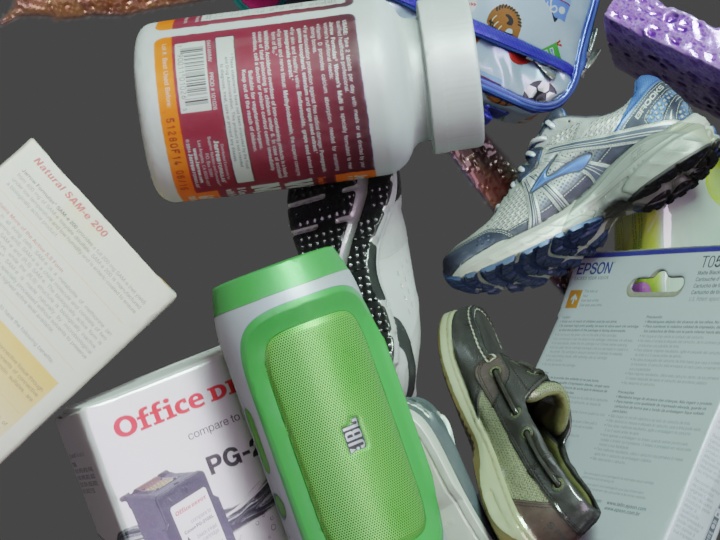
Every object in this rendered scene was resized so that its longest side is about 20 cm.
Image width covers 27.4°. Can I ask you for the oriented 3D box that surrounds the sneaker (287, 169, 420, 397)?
[{"bbox_3d":[0.000,0.000,0.947,0.073,0.080,0.201,-8,69,21],"label":"sneaker"}]

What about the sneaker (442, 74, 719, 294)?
[{"bbox_3d":[0.136,-0.056,0.977,0.199,0.077,0.085,-32,67,8],"label":"sneaker"}]

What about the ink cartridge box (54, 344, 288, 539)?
[{"bbox_3d":[-0.076,0.150,0.882,0.144,0.084,0.201,-21,90,-22],"label":"ink cartridge box"}]

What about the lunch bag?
[{"bbox_3d":[0.069,-0.188,0.986,0.199,0.076,0.161,20,79,-14],"label":"lunch bag"}]

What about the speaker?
[{"bbox_3d":[-0.015,0.093,0.823,0.088,0.088,0.201,-19,89,-20],"label":"speaker"}]

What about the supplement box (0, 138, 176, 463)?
[{"bbox_3d":[-0.223,0.038,0.852,0.200,0.073,0.126,-44,97,-19],"label":"supplement box"}]

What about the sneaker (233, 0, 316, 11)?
[{"bbox_3d":[-0.061,-0.220,0.913,0.199,0.084,0.121,21,74,22],"label":"sneaker"}]

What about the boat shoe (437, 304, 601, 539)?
[{"bbox_3d":[0.100,0.092,0.908,0.066,0.201,0.072,-32,130,16],"label":"boat shoe"}]

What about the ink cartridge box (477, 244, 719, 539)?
[{"bbox_3d":[0.170,0.082,0.917,0.040,0.199,0.201,31,76,-24],"label":"ink cartridge box"}]

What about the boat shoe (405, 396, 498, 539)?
[{"bbox_3d":[0.059,0.168,0.889,0.073,0.062,0.201,-23,94,22],"label":"boat shoe"}]

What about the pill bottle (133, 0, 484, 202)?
[{"bbox_3d":[-0.029,-0.107,0.890,0.199,0.110,0.110,-7,85,1],"label":"pill bottle"}]

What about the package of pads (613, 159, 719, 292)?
[{"bbox_3d":[0.251,0.009,1.025,0.154,0.068,0.201,4,81,-20],"label":"package of pads"}]

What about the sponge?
[{"bbox_3d":[0.257,-0.121,0.975,0.199,0.112,0.030,29,87,19],"label":"sponge"}]
